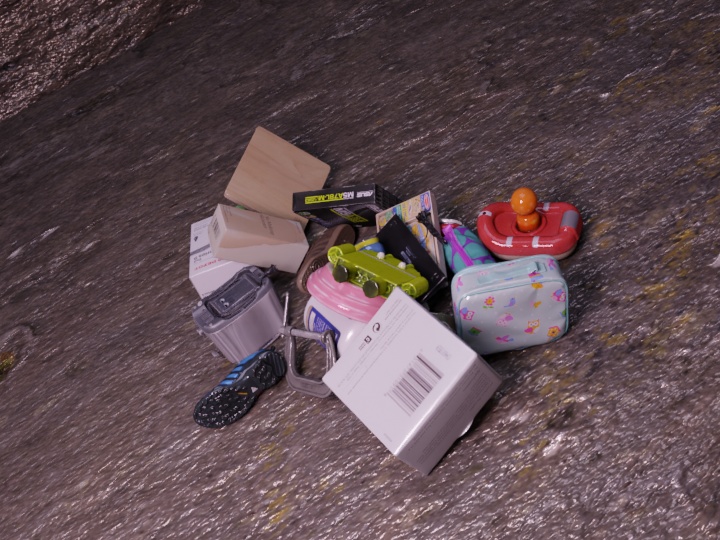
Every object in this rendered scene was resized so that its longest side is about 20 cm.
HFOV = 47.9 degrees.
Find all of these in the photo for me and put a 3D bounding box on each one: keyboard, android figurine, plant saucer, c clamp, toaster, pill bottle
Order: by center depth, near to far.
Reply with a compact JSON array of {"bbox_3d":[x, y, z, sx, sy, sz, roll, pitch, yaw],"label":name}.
[{"bbox_3d":[0.033,0.003,1.419,0.180,0.042,0.199,26,19,22],"label":"android figurine"},{"bbox_3d":[0.004,0.034,1.443,0.197,0.052,0.201,18,16,-5],"label":"plant saucer"},{"bbox_3d":[-0.098,0.140,1.473,0.027,0.175,0.198,4,5,-36],"label":"c clamp"},{"bbox_3d":[-0.008,0.115,1.476,0.119,0.121,0.199,-36,40,-14],"label":"pill bottle"},{"bbox_3d":[0.108,-0.039,1.538,0.127,0.020,0.201,-46,49,13],"label":"keyboard"},{"bbox_3d":[-0.228,0.087,1.616,0.199,0.130,0.113,-39,42,-16],"label":"toaster"}]

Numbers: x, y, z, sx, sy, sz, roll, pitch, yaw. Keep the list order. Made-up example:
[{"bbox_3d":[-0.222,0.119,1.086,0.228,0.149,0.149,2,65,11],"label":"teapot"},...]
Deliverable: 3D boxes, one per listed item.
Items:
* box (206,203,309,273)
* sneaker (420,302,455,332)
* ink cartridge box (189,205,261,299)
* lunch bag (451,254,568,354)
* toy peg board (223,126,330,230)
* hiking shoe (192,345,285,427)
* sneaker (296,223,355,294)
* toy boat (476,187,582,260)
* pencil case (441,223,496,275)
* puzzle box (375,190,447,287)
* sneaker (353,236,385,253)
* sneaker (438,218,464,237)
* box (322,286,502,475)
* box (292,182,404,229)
[{"bbox_3d":[-0.218,-0.066,1.726,0.078,0.197,0.096,-59,38,29],"label":"box"},{"bbox_3d":[0.140,0.115,1.437,0.090,0.068,0.199,-42,38,-12],"label":"sneaker"},{"bbox_3d":[-0.306,-0.041,1.836,0.143,0.085,0.202,-20,39,6],"label":"ink cartridge box"},{"bbox_3d":[0.253,0.054,1.362,0.196,0.163,0.078,-11,38,3],"label":"lunch bag"},{"bbox_3d":[-0.201,-0.192,1.897,0.098,0.197,0.202,-43,22,60],"label":"toy peg board"},{"bbox_3d":[-0.229,0.223,1.529,0.198,0.075,0.087,-35,15,-9],"label":"hiking shoe"},{"bbox_3d":[-0.084,-0.020,1.725,0.075,0.071,0.201,-8,34,46],"label":"sneaker"},{"bbox_3d":[0.315,-0.100,1.536,0.196,0.132,0.132,1,44,28],"label":"toy boat"},{"bbox_3d":[0.215,-0.002,1.511,0.085,0.092,0.201,-40,37,8],"label":"pencil case"},{"bbox_3d":[0.098,-0.043,1.578,0.131,0.025,0.204,-22,58,27],"label":"puzzle box"},{"bbox_3d":[0.000,0.000,1.601,0.065,0.080,0.200,-19,-8,-23],"label":"sneaker"},{"bbox_3d":[0.124,-0.036,1.625,0.197,0.077,0.086,-22,48,20],"label":"sneaker"},{"bbox_3d":[0.083,0.175,1.293,0.200,0.131,0.199,-50,51,-2],"label":"box"},{"bbox_3d":[-0.018,-0.131,1.708,0.189,0.199,0.049,-2,81,23],"label":"box"}]
